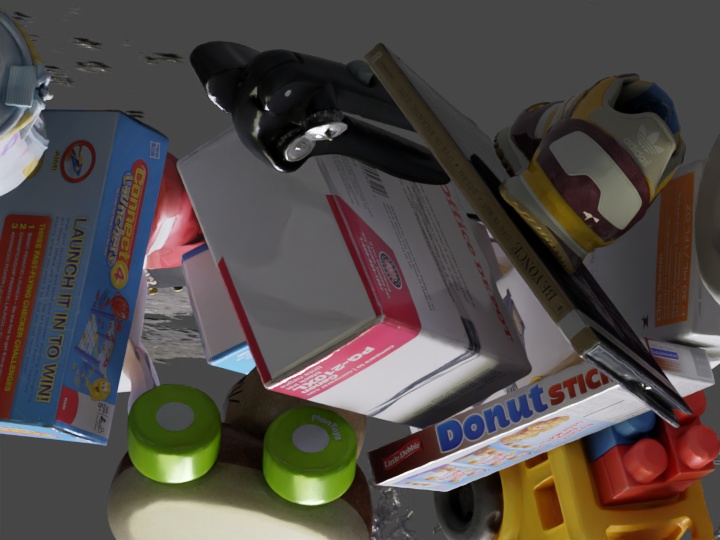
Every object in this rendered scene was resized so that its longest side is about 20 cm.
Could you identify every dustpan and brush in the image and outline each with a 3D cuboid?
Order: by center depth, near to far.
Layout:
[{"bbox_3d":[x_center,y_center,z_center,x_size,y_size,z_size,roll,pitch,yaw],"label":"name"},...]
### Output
[{"bbox_3d":[-0.151,0.045,1.645,0.057,0.201,0.140,-13,127,8],"label":"dustpan and brush"}]

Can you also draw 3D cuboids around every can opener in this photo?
[{"bbox_3d":[-0.001,-0.082,1.355,0.199,0.079,0.063,12,134,-47],"label":"can opener"}]

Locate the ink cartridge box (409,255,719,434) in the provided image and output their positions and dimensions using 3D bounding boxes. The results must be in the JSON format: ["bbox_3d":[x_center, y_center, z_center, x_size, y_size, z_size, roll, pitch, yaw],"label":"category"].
[{"bbox_3d":[0.139,0.056,1.732,0.144,0.085,0.200,-1,153,-36],"label":"ink cartridge box"}]

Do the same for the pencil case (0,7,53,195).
[{"bbox_3d":[-0.212,-0.089,1.387,0.090,0.084,0.200,-6,174,-8],"label":"pencil case"}]

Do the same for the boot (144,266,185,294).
[{"bbox_3d":[-0.091,-0.005,1.936,0.150,0.074,0.200,4,168,23],"label":"boot"}]

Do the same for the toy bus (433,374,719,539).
[{"bbox_3d":[0.154,0.152,1.569,0.135,0.201,0.192,-3,160,-31],"label":"toy bus"}]

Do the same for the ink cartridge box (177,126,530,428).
[{"bbox_3d":[0.000,0.000,1.474,0.084,0.146,0.200,-30,158,19],"label":"ink cartridge box"}]

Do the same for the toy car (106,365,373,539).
[{"bbox_3d":[-0.060,0.096,1.573,0.157,0.201,0.165,9,135,3],"label":"toy car"}]

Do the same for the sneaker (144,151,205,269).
[{"bbox_3d":[-0.105,-0.048,1.736,0.115,0.079,0.200,-9,175,-14],"label":"sneaker"}]

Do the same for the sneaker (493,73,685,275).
[{"bbox_3d":[0.121,-0.058,1.297,0.075,0.090,0.200,50,-170,-11],"label":"sneaker"}]

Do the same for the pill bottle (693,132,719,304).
[{"bbox_3d":[0.275,-0.017,1.286,0.199,0.112,0.111,12,172,-23],"label":"pill bottle"}]

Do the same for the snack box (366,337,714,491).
[{"bbox_3d":[0.102,0.086,1.494,0.199,0.024,0.072,-25,159,33],"label":"snack box"}]

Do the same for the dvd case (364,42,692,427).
[{"bbox_3d":[0.085,-0.016,1.297,0.200,0.016,0.149,55,-170,28],"label":"dvd case"}]

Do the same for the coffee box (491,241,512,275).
[{"bbox_3d":[0.089,0.038,1.916,0.198,0.114,0.080,7,173,5],"label":"coffee box"}]

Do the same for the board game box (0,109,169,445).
[{"bbox_3d":[-0.230,0.000,1.623,0.195,0.202,0.056,4,167,33],"label":"board game box"}]

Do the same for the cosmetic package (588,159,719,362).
[{"bbox_3d":[0.195,-0.001,1.521,0.071,0.102,0.200,5,173,-12],"label":"cosmetic package"}]

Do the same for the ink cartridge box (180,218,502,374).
[{"bbox_3d":[-0.005,0.015,1.747,0.146,0.086,0.200,-26,160,21],"label":"ink cartridge box"}]
